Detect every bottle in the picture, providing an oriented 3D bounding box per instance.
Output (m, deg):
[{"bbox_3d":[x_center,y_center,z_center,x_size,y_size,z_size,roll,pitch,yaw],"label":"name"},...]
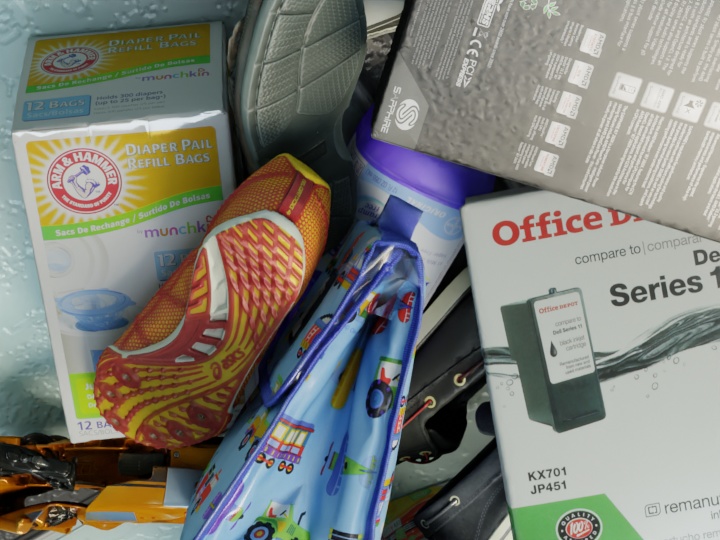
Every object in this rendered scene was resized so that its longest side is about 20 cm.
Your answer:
[{"bbox_3d":[0.000,0.000,0.957,0.083,0.066,0.201,24,119,-12],"label":"bottle"}]

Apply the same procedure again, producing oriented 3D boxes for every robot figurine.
[{"bbox_3d":[-0.139,0.124,0.981,0.197,0.059,0.145,-1,171,15],"label":"robot figurine"}]

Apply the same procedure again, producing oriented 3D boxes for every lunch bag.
[{"bbox_3d":[-0.011,0.061,0.834,0.093,0.151,0.202,23,91,-4],"label":"lunch bag"}]

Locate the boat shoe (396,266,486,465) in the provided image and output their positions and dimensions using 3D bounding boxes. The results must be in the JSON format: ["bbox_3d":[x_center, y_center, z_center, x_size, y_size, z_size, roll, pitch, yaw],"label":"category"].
[{"bbox_3d":[0.030,0.086,1.007,0.063,0.074,0.202,46,114,13],"label":"boat shoe"}]

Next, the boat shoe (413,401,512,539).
[{"bbox_3d":[0.096,0.087,0.950,0.062,0.075,0.201,36,108,9],"label":"boat shoe"}]

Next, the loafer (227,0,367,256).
[{"bbox_3d":[-0.041,-0.087,0.841,0.071,0.063,0.201,-29,145,-24],"label":"loafer"}]

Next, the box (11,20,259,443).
[{"bbox_3d":[-0.116,-0.020,0.912,0.111,0.102,0.202,-5,124,-2],"label":"box"}]

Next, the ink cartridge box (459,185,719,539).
[{"bbox_3d":[0.134,0.050,0.856,0.145,0.083,0.203,-11,91,4],"label":"ink cartridge box"}]

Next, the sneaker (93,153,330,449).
[{"bbox_3d":[-0.070,0.023,0.845,0.073,0.077,0.200,38,130,-8],"label":"sneaker"}]

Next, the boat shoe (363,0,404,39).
[{"bbox_3d":[0.064,-0.150,0.859,0.198,0.071,0.064,-21,122,8],"label":"boat shoe"}]

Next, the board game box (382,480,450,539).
[{"bbox_3d":[0.010,0.207,1.057,0.198,0.135,0.034,-20,124,8],"label":"board game box"}]

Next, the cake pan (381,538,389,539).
[{"bbox_3d":[0.012,0.250,0.953,0.198,0.037,0.203,0,89,24],"label":"cake pan"}]

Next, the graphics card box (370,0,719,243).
[{"bbox_3d":[0.114,-0.093,0.754,0.198,0.051,0.127,15,120,-5],"label":"graphics card box"}]
